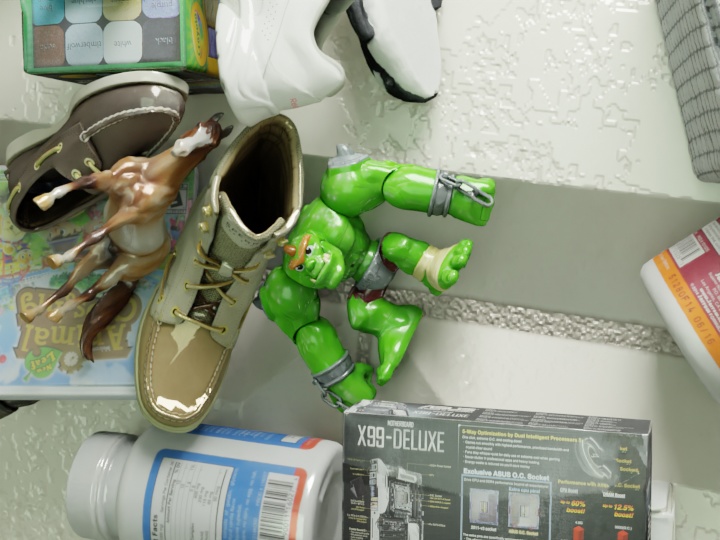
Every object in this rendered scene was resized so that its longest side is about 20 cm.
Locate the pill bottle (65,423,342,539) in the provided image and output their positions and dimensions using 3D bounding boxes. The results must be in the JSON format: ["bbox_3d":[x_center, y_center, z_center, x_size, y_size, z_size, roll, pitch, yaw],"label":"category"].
[{"bbox_3d":[-0.114,0.173,0.797,0.197,0.112,0.114,5,96,16],"label":"pill bottle"}]

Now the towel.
[{"bbox_3d":[0.237,-0.155,0.645,0.085,0.166,0.203,-13,91,10],"label":"towel"}]

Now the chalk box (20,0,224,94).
[{"bbox_3d":[-0.155,-0.194,0.734,0.123,0.200,0.126,1,93,14],"label":"chalk box"}]

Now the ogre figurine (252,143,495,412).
[{"bbox_3d":[0.000,0.000,0.763,0.119,0.098,0.201,30,130,-2],"label":"ogre figurine"}]

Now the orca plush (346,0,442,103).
[{"bbox_3d":[-0.009,-0.209,0.745,0.071,0.106,0.201,-6,129,42],"label":"orca plush"}]

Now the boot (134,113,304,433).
[{"bbox_3d":[-0.097,0.004,0.725,0.071,0.155,0.202,20,68,-14],"label":"boot"}]

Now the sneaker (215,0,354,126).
[{"bbox_3d":[-0.048,-0.198,0.682,0.098,0.078,0.203,-8,89,4],"label":"sneaker"}]

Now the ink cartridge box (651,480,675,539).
[{"bbox_3d":[0.145,0.247,0.742,0.143,0.083,0.203,2,95,17],"label":"ink cartridge box"}]

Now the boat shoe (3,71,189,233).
[{"bbox_3d":[-0.188,-0.080,0.742,0.199,0.071,0.060,-19,65,40],"label":"boat shoe"}]

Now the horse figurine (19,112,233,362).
[{"bbox_3d":[-0.166,-0.022,0.724,0.050,0.132,0.201,42,141,14],"label":"horse figurine"}]

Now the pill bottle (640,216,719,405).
[{"bbox_3d":[0.288,-0.008,0.668,0.199,0.109,0.110,-34,85,16],"label":"pill bottle"}]

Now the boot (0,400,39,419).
[{"bbox_3d":[-0.241,0.017,0.854,0.172,0.069,0.202,-18,85,8],"label":"boot"}]

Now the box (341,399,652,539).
[{"bbox_3d":[0.085,0.171,0.685,0.197,0.050,0.160,1,94,18],"label":"box"}]

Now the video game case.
[{"bbox_3d":[-0.226,0.007,0.812,0.197,0.022,0.185,0,75,2],"label":"video game case"}]
